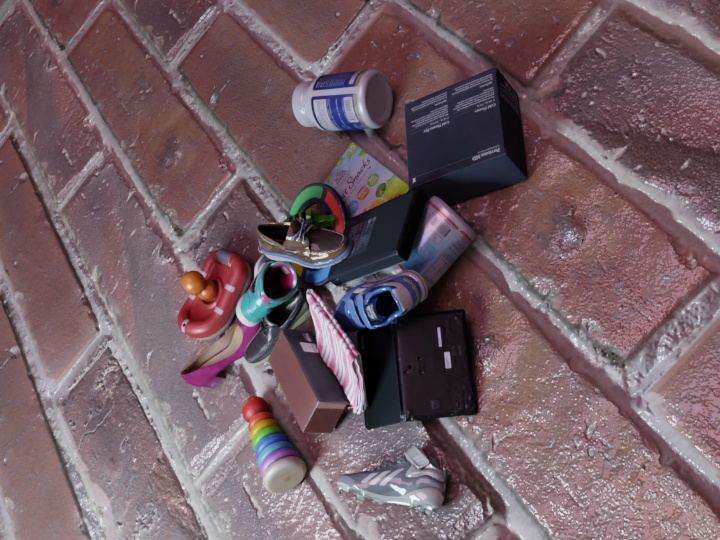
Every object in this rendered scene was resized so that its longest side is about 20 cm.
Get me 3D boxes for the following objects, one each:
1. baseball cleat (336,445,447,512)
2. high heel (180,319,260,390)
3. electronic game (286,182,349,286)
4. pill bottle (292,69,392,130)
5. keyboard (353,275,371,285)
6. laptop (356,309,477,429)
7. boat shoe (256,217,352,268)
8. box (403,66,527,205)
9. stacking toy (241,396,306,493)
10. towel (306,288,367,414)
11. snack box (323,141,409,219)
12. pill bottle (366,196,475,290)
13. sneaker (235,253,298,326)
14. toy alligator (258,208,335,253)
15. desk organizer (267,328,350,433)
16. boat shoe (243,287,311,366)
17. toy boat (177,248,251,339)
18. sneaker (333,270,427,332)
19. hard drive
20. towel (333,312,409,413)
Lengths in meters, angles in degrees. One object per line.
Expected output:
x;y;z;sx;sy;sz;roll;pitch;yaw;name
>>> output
0.057;0.345;1.416;0.196;0.070;0.108;5;66;27;baseball cleat
-0.281;0.154;1.716;0.067;0.096;0.202;32;91;40;high heel
-0.088;-0.071;1.670;0.198;0.041;0.205;-1;88;49;electronic game
-0.040;-0.351;1.746;0.197;0.115;0.118;5;73;37;pill bottle
0.000;0.000;1.633;0.199;0.011;0.057;31;90;41;keyboard
0.094;0.175;1.464;0.195;0.103;0.181;-7;76;3;laptop
-0.110;-0.054;1.541;0.196;0.073;0.073;1;54;29;boat shoe
0.189;-0.236;1.536;0.197;0.104;0.186;-16;61;30;box
-0.172;0.315;1.586;0.085;0.085;0.201;-44;46;12;stacking toy
-0.046;0.142;1.499;0.029;0.148;0.201;-22;44;-17;towel
0.011;-0.144;1.659;0.143;0.053;0.200;-52;50;6;snack box
0.104;-0.025;1.497;0.200;0.108;0.109;-48;51;4;pill bottle
-0.166;0.009;1.641;0.120;0.083;0.202;-34;25;40;sneaker
-0.138;-0.079;1.632;0.197;0.054;0.060;-19;54;30;toy alligator
-0.101;0.205;1.574;0.078;0.071;0.201;-61;40;25;desk organizer
-0.170;0.105;1.676;0.200;0.065;0.073;-47;49;8;boat shoe
-0.328;0.042;1.776;0.129;0.130;0.203;20;82;40;toy boat
0.019;0.061;1.428;0.198;0.082;0.075;-28;98;38;sneaker
0.028;-0.058;1.498;0.198;0.033;0.142;-21;43;50;hard drive
0.018;0.155;1.546;0.198;0.023;0.146;-35;53;20;towel
